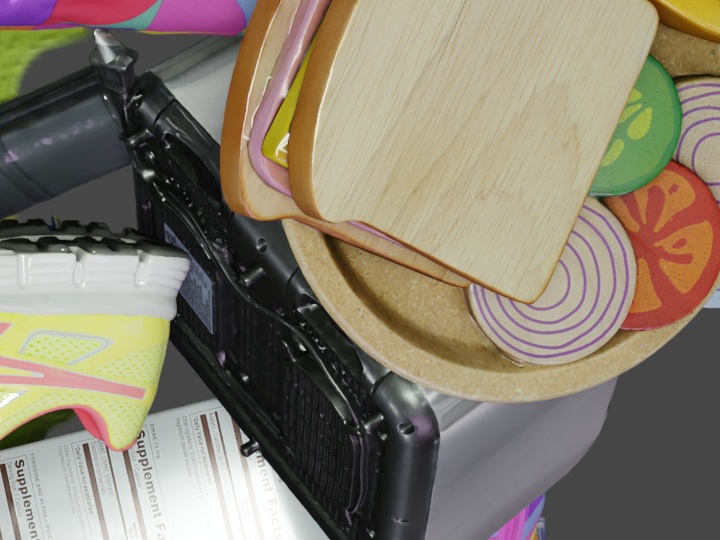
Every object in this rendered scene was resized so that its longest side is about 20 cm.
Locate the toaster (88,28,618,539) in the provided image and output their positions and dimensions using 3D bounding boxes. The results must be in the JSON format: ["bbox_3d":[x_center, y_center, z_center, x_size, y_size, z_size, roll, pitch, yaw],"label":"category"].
[{"bbox_3d":[0.000,0.000,0.904,0.118,0.181,0.200,-34,158,-19],"label":"toaster"}]

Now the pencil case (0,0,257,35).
[{"bbox_3d":[-0.077,-0.115,0.777,0.198,0.089,0.089,-5,151,-20],"label":"pencil case"}]

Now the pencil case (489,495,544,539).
[{"bbox_3d":[0.061,0.114,1.260,0.088,0.089,0.200,-12,152,-5],"label":"pencil case"}]

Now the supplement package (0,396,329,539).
[{"bbox_3d":[-0.107,0.145,1.122,0.198,0.148,0.191,-13,175,-3],"label":"supplement package"}]

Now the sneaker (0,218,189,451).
[{"bbox_3d":[-0.155,0.031,0.828,0.198,0.091,0.078,1,-169,-19],"label":"sneaker"}]

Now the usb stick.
[{"bbox_3d":[-0.169,-0.030,0.944,0.199,0.033,0.055,-22,156,14],"label":"usb stick"}]

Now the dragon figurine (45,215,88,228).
[{"bbox_3d":[-0.181,0.010,0.909,0.198,0.059,0.100,11,143,-20],"label":"dragon figurine"}]

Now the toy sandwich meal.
[{"bbox_3d":[0.058,-0.049,0.760,0.203,0.207,0.070,-3,-169,-23],"label":"toy sandwich meal"}]

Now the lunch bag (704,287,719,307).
[{"bbox_3d":[0.225,-0.067,0.975,0.199,0.128,0.170,-2,150,-38],"label":"lunch bag"}]
